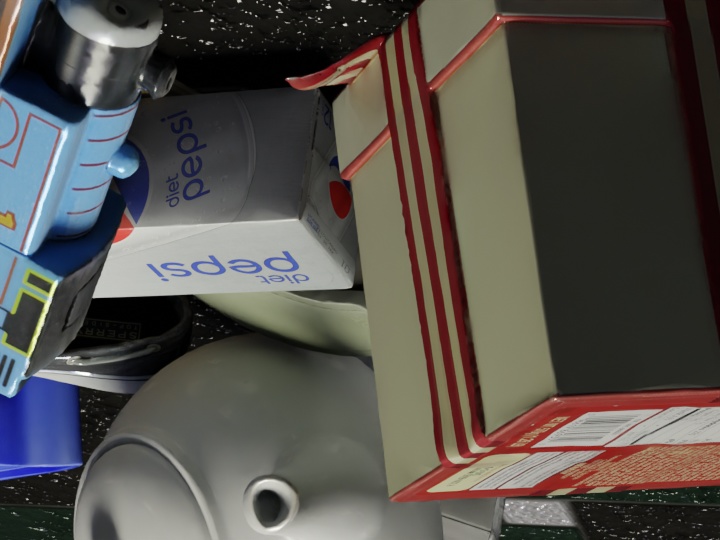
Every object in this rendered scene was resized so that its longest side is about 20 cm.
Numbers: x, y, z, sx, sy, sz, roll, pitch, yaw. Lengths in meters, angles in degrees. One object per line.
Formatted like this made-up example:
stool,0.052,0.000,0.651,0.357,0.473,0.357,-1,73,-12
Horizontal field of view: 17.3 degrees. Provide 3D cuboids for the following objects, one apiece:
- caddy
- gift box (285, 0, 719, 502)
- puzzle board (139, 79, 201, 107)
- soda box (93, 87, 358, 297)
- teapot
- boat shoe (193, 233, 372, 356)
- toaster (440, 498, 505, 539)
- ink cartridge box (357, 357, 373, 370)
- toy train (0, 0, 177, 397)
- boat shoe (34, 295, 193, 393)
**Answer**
caddy,-0.236,0.062,1.248,0.199,0.106,0.141,-12,171,36
gift box,0.086,-0.029,0.839,0.199,0.188,0.184,2,162,-25
puzzle board,-0.103,-0.036,1.095,0.150,0.017,0.199,27,150,-37
soda box,-0.101,-0.030,1.008,0.199,0.064,0.068,-2,154,20
teapot,-0.069,0.127,1.103,0.146,0.201,0.197,-11,-146,-38
boat shoe,0.000,0.000,1.040,0.201,0.061,0.072,9,158,41
toaster,-0.010,0.112,1.270,0.129,0.114,0.200,20,157,-29
ink cartridge box,0.086,0.026,1.138,0.199,0.044,0.173,25,150,-32
toy train,-0.140,-0.052,0.912,0.114,0.087,0.201,26,124,2
boat shoe,-0.179,0.019,1.133,0.199,0.072,0.068,8,159,-6
